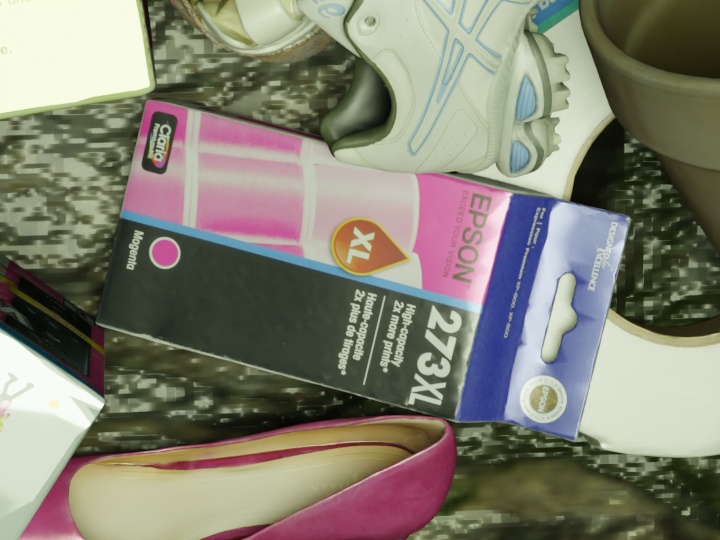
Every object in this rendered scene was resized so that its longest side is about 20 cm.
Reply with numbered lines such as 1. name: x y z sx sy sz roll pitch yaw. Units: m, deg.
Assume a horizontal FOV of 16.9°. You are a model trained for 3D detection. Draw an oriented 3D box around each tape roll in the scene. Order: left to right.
1. tape roll: 0.132 -0.023 0.998 0.202 0.037 0.204 -1 95 -6

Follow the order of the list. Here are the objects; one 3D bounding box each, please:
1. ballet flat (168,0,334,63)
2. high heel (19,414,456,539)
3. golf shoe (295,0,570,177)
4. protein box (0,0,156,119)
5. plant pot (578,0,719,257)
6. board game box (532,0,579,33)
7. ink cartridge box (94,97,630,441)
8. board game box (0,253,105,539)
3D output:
1. ballet flat: -0.053 -0.123 0.901 0.068 0.067 0.200 -31 140 8
2. high heel: -0.063 0.085 0.947 0.199 0.096 0.068 6 53 -13
3. golf shoe: 0.025 -0.114 0.874 0.097 0.078 0.201 -9 128 -11
4. protein box: -0.175 -0.140 0.738 0.197 0.135 0.201 -10 98 -4
5. plant pot: 0.198 -0.049 0.896 0.199 0.200 0.174 -23 119 -3
6. board game box: 0.047 -0.182 0.910 0.152 0.045 0.200 -35 132 2
7. ink cartridge box: 0.000 0.000 0.963 0.199 0.037 0.095 14 97 6
8. board game box: -0.168 0.018 0.889 0.147 0.200 0.064 35 93 -9
